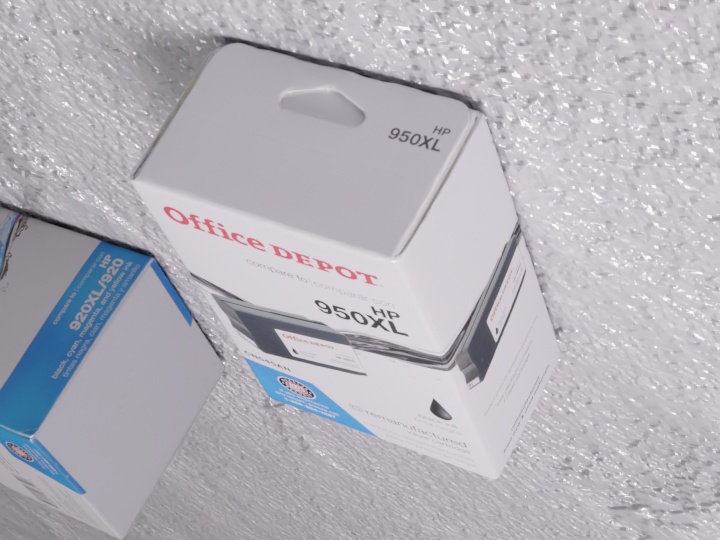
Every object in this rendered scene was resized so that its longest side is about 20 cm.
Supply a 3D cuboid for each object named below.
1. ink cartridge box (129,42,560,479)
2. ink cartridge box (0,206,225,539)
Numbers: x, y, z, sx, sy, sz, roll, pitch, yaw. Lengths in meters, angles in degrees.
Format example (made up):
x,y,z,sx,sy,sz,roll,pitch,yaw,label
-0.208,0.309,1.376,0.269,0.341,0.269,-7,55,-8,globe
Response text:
x,y,z,sx,sy,sz,roll,pitch,yaw,label
0.000,0.000,0.716,0.144,0.085,0.201,17,153,28,ink cartridge box
-0.227,0.060,1.033,0.199,0.145,0.148,17,154,28,ink cartridge box
